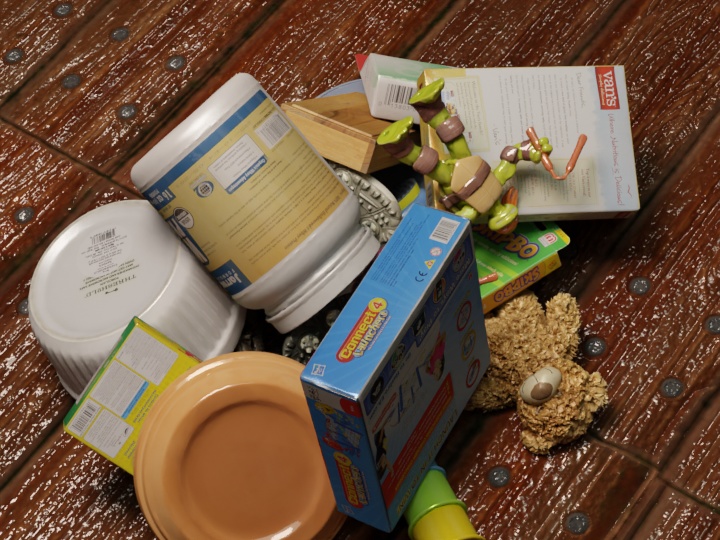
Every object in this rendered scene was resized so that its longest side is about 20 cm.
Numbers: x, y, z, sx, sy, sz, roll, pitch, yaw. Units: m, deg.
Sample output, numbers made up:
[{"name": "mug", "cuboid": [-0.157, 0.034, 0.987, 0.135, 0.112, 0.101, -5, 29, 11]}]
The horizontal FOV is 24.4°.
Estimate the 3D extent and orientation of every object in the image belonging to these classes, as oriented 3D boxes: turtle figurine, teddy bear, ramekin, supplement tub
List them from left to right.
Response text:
[{"name": "ramekin", "cuboid": [-0.216, 0.028, 1.556, 0.199, 0.105, 0.201, -14, 51, 18]}, {"name": "supplement tub", "cuboid": [-0.091, -0.058, 1.484, 0.145, 0.145, 0.200, -44, 98, -24]}, {"name": "turtle figurine", "cuboid": [0.099, -0.092, 1.489, 0.200, 0.161, 0.064, -46, 18, -10]}, {"name": "teddy bear", "cuboid": [0.144, 0.071, 1.542, 0.144, 0.067, 0.201, -12, 53, 0]}]

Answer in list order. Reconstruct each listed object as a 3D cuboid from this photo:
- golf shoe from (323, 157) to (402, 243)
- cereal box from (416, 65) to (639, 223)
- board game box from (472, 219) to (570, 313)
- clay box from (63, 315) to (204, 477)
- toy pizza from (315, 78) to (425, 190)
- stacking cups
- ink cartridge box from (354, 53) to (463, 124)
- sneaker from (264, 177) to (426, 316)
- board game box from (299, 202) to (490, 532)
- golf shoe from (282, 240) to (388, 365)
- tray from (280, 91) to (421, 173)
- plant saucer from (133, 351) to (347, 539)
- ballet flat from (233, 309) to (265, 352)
[{"name": "golf shoe", "cuboid": [-0.025, -0.095, 1.592, 0.199, 0.079, 0.097, 29, 41, 30]}, {"name": "cereal box", "cuboid": [0.157, -0.118, 1.560, 0.198, 0.040, 0.145, -1, 78, -11]}, {"name": "board game box", "cuboid": [0.096, 0.005, 1.569, 0.199, 0.030, 0.096, -33, 45, -5]}, {"name": "clay box", "cuboid": [-0.148, 0.144, 1.464, 0.200, 0.048, 0.115, 35, 89, -13]}, {"name": "toy pizza", "cuboid": [0.022, -0.118, 1.711, 0.199, 0.032, 0.201, 0, 54, 0]}, {"name": "stacking cups", "cuboid": [0.045, 0.181, 1.487, 0.060, 0.061, 0.200, -21, 50, -10]}, {"name": "ink cartridge box", "cuboid": [0.082, -0.195, 1.675, 0.160, 0.050, 0.200, 8, 26, -9]}, {"name": "sneaker", "cuboid": [0.000, 0.000, 1.611, 0.200, 0.079, 0.066, -39, 18, -2]}, {"name": "board game box", "cuboid": [0.035, 0.083, 1.400, 0.056, 0.196, 0.200, 18, 55, 24]}, {"name": "golf shoe", "cuboid": [0.008, 0.030, 1.530, 0.199, 0.078, 0.088, -34, 27, -15]}, {"name": "tray", "cuboid": [0.001, -0.137, 1.608, 0.098, 0.037, 0.200, 22, 17, 15]}, {"name": "plant saucer", "cuboid": [-0.095, 0.172, 1.434, 0.199, 0.037, 0.202, -1, 95, -11]}, {"name": "ballet flat", "cuboid": [-0.135, 0.020, 1.621, 0.067, 0.046, 0.201, -15, 54, -5]}]
